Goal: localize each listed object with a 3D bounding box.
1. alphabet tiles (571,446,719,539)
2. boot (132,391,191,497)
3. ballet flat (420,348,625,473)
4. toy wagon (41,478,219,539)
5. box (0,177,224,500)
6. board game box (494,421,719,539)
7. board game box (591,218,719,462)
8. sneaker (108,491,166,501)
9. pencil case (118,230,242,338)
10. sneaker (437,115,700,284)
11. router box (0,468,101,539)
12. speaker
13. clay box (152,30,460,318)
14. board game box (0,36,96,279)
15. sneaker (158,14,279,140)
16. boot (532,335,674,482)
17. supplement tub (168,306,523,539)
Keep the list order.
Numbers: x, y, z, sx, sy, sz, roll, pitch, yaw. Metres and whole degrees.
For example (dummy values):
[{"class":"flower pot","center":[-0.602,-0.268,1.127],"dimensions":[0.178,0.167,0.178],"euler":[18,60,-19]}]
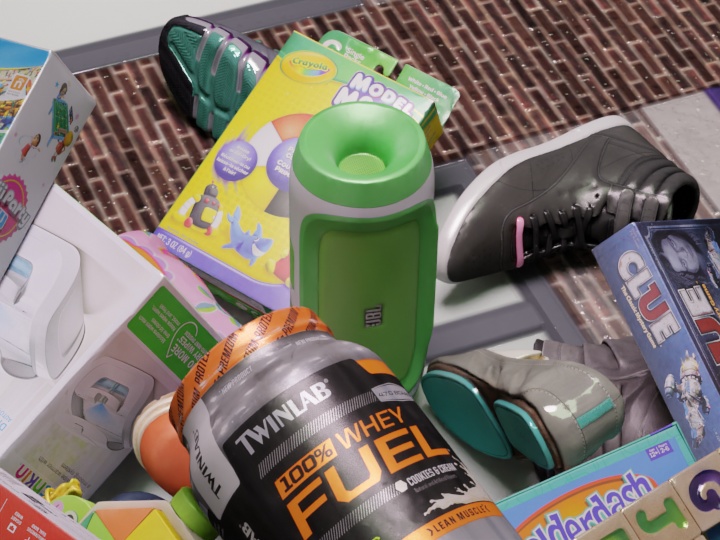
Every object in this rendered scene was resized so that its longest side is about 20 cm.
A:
[{"class":"alphabet tiles","center":[0.202,0.202,1.216],"dimensions":[0.166,0.008,0.201],"euler":[-28,79,-22]},{"class":"boot","center":[-0.036,0.132,1.282],"dimensions":[0.199,0.075,0.107],"euler":[24,19,-5]},{"class":"ballet flat","center":[0.097,0.076,1.351],"dimensions":[0.063,0.068,0.200],"euler":[-32,13,-13]},{"class":"toy wagon","center":[-0.130,0.186,1.239],"dimensions":[0.155,0.040,0.200],"euler":[-46,55,8]},{"class":"box","center":[-0.212,0.038,1.367],"dimensions":[0.177,0.097,0.200],"euler":[-47,56,-6]},{"class":"board game box","center":[0.148,0.200,1.238],"dimensions":[0.151,0.045,0.201],"euler":[-20,73,-21]},{"class":"board game box","center":[0.220,0.066,1.335],"dimensions":[0.135,0.035,0.201],"euler":[-4,65,-53]},{"class":"sneaker","center":[-0.079,0.172,1.285],"dimensions":[0.070,0.082,0.200],"euler":[-20,47,-33]},{"class":"pencil case","center":[-0.100,0.061,1.409],"dimensions":[0.087,0.088,0.200],"euler":[-28,51,-27]},{"class":"sneaker","center":[0.141,-0.033,1.516],"dimensions":[0.199,0.071,0.099],"euler":[-29,46,-33]},{"class":"router box","center":[-0.206,0.201,1.210],"dimensions":[0.199,0.049,0.180],"euler":[30,88,28]},{"class":"speaker","center":[0.000,0.000,1.385],"dimensions":[0.088,0.201,0.089],"euler":[0,43,0]},{"class":"clay box","center":[-0.033,-0.066,1.508],"dimensions":[0.114,0.048,0.201],"euler":[27,75,21]},{"class":"board game box","center":[-0.263,-0.042,1.336],"dimensions":[0.147,0.064,0.201],"euler":[16,71,29]},{"class":"sneaker","center":[-0.048,-0.118,1.617],"dimensions":[0.200,0.075,0.087],"euler":[36,38,21]},{"class":"boot","center":[0.168,0.049,1.439],"dimensions":[0.131,0.070,0.201],"euler":[1,39,8]},{"class":"supplement tub","center":[-0.004,0.123,1.180],"dimensions":[0.122,0.123,0.200],"euler":[-27,65,-27]}]
